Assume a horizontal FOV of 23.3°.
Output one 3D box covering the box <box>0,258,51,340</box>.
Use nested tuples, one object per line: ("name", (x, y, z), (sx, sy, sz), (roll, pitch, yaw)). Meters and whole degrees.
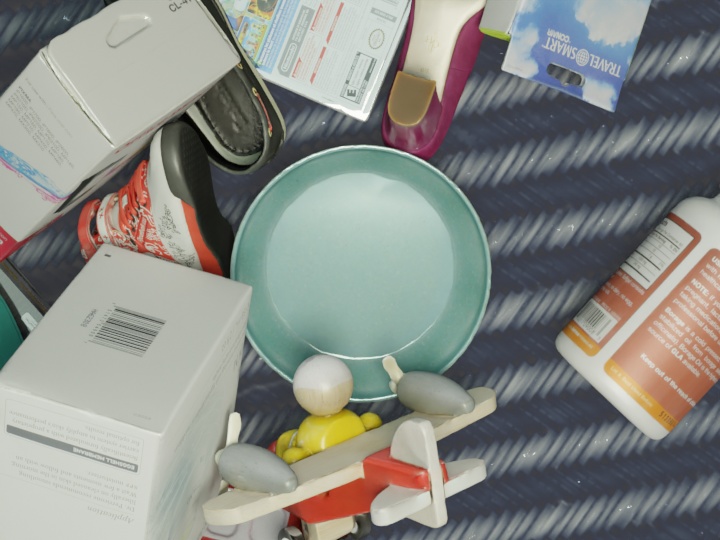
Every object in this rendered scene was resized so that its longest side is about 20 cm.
("box", (-0.315, 0.062, 1.341), (0.158, 0.048, 0.200), (-41, 94, 3))

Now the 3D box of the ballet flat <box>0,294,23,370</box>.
("ballet flat", (-0.307, 0.018, 1.288), (0.071, 0.072, 0.201), (-25, 93, 2))

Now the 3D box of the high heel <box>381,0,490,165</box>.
("high heel", (0.069, -0.176, 1.331), (0.067, 0.096, 0.202), (16, 74, 8))

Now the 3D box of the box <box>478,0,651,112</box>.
("box", (0.166, -0.232, 1.291), (0.121, 0.048, 0.202), (15, 95, -34))

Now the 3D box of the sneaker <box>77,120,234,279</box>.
("sneaker", (-0.158, -0.039, 1.266), (0.107, 0.202, 0.068), (-1, 66, 5))

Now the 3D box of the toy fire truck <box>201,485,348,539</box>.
("toy fire truck", (-0.076, 0.252, 1.338), (0.198, 0.112, 0.170), (12, 74, 1))

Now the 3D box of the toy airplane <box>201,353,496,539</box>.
("toy airplane", (-0.006, 0.126, 1.249), (0.198, 0.200, 0.142), (-21, 87, 12))

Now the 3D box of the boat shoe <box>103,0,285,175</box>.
("boat shoe", (-0.129, -0.160, 1.299), (0.073, 0.063, 0.202), (-34, 99, 15))

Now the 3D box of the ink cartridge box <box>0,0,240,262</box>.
("ink cartridge box", (-0.198, -0.106, 1.231), (0.086, 0.148, 0.200), (52, 138, -5))

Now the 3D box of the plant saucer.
("plant saucer", (0.000, 0.000, 1.331), (0.198, 0.036, 0.202), (0, 105, -1))

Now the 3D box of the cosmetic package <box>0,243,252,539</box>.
("cosmetic package", (-0.168, 0.125, 1.212), (0.122, 0.200, 0.202), (16, 121, 7))

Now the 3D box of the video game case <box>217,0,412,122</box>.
("video game case", (-0.059, -0.218, 1.331), (0.198, 0.018, 0.144), (23, 95, -2))

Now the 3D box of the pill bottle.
("pill bottle", (0.250, 0.020, 1.307), (0.112, 0.112, 0.200), (43, 94, -4))
